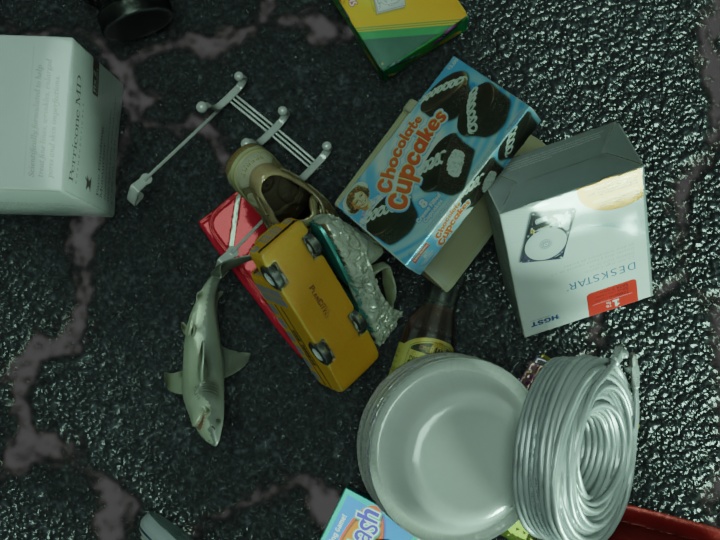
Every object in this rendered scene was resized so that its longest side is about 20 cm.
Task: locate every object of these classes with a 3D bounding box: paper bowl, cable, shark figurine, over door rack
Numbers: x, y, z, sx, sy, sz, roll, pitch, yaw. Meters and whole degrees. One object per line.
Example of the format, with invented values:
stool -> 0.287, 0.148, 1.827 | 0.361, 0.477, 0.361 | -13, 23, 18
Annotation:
paper bowl -> 0.102, 0.191, 1.212 | 0.199, 0.104, 0.202 | 0, 92, -12
cable -> 0.224, 0.187, 1.188 | 0.069, 0.199, 0.201 | 4, 104, 37
shark figurine -> -0.157, 0.077, 1.294 | 0.089, 0.128, 0.216 | 6, 95, -32
over door rack -> -0.146, -0.115, 1.301 | 0.148, 0.067, 0.200 | 39, 77, 6

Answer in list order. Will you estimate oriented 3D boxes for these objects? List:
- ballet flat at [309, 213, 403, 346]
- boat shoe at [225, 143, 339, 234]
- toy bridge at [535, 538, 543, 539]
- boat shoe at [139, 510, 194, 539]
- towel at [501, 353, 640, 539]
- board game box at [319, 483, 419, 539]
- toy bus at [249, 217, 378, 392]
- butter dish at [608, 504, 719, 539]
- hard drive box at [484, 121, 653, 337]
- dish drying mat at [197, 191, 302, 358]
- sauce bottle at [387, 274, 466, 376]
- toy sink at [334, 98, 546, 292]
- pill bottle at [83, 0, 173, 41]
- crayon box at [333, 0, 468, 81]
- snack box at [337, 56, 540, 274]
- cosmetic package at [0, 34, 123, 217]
ballet flat -> 0.000, 0.000, 1.257 | 0.071, 0.201, 0.072 | -10, 45, 11
boat shoe -> -0.071, -0.061, 1.248 | 0.071, 0.200, 0.064 | -51, 50, 1
toy bridge -> 0.108, 0.326, 1.240 | 0.198, 0.027, 0.068 | -3, 85, 2
boat shoe -> -0.183, 0.357, 1.273 | 0.200, 0.074, 0.067 | 43, 86, 5
towel -> 0.212, 0.213, 1.292 | 0.143, 0.023, 0.201 | 30, 88, 4
board game box -> 0.038, 0.353, 1.277 | 0.199, 0.045, 0.153 | 26, 87, 5
toy bus -> -0.054, 0.037, 1.241 | 0.065, 0.078, 0.201 | -41, 119, -20
butter dish -> 0.319, 0.363, 1.209 | 0.199, 0.148, 0.201 | 14, 85, 3
hard drive box -> 0.224, -0.040, 1.225 | 0.155, 0.201, 0.077 | -19, 46, 2
dish drying mat -> -0.101, 0.000, 1.327 | 0.077, 0.018, 0.200 | -38, 84, -5
sauce bottle -> 0.070, 0.095, 1.288 | 0.066, 0.066, 0.201 | 16, 87, 4
toy sink -> 0.091, -0.104, 1.256 | 0.130, 0.112, 0.200 | 37, 88, 35
pill bottle -> -0.287, -0.375, 1.323 | 0.111, 0.112, 0.201 | -19, 85, 1
crayon box -> 0.024, -0.337, 1.330 | 0.118, 0.058, 0.201 | -32, 84, 0
snack box -> 0.078, -0.109, 1.175 | 0.116, 0.037, 0.200 | 41, 96, 36
cosmetic package -> -0.370, -0.154, 1.264 | 0.164, 0.200, 0.166 | 2, 86, 3
